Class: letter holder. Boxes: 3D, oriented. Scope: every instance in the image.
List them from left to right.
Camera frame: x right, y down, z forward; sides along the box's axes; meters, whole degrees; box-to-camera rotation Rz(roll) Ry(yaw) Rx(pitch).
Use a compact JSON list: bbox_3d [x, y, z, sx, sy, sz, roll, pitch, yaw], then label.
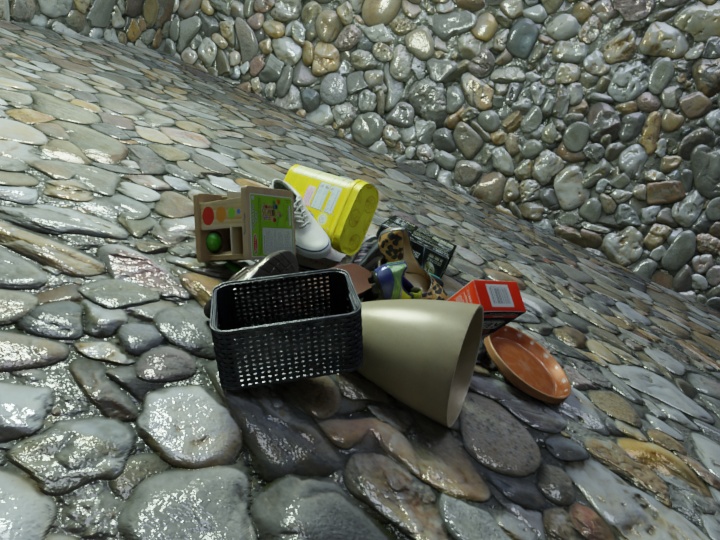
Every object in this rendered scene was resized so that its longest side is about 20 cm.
[{"bbox_3d":[-0.063,0.048,0.990,0.141,0.102,0.200,28,21,18],"label":"letter holder"}]

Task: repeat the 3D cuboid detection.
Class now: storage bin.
[{"bbox_3d":[-0.102,0.077,0.778,0.197,0.095,0.136,-8,28,-9],"label":"storage bin"}]

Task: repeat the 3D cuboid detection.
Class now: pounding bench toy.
[{"bbox_3d":[-0.218,-0.044,1.034,0.154,0.203,0.124,-2,1,34],"label":"pounding bench toy"}]

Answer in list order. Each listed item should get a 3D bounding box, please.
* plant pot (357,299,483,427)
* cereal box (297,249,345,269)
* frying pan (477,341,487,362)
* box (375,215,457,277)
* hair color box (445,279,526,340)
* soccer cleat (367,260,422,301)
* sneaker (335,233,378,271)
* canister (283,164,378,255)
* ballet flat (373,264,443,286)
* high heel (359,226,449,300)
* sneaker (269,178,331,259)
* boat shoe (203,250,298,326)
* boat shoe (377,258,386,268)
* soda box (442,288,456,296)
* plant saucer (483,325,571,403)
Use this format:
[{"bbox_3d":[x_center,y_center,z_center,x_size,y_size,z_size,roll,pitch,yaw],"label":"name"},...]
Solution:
[{"bbox_3d":[0.072,0.120,0.874,0.198,0.190,0.187,14,16,21],"label":"plant pot"},{"bbox_3d":[-0.096,-0.048,1.273,0.198,0.040,0.144,17,23,-18],"label":"cereal box"},{"bbox_3d":[0.179,0.138,1.134,0.188,0.031,0.115,18,19,-22],"label":"frying pan"},{"bbox_3d":[0.143,-0.057,1.489,0.198,0.087,0.164,27,21,9],"label":"box"},{"bbox_3d":[0.188,0.089,0.996,0.100,0.200,0.062,2,62,-27],"label":"hair color box"},{"bbox_3d":[0.079,0.071,0.979,0.083,0.202,0.065,-24,33,-1],"label":"soccer cleat"},{"bbox_3d":[0.000,0.000,1.173,0.087,0.074,0.200,37,44,2],"label":"sneaker"},{"bbox_3d":[-0.078,-0.132,1.163,0.198,0.150,0.086,22,-3,32],"label":"canister"},{"bbox_3d":[0.110,0.032,1.277,0.198,0.074,0.073,20,19,-27],"label":"ballet flat"},{"bbox_3d":[0.109,-0.003,1.036,0.198,0.143,0.072,26,53,-12],"label":"high heel"},{"bbox_3d":[-0.127,-0.102,1.079,0.073,0.071,0.200,-31,57,-21],"label":"sneaker"},{"bbox_3d":[-0.179,0.021,0.913,0.073,0.075,0.200,2,25,33],"label":"boat shoe"},{"bbox_3d":[0.067,0.037,1.131,0.201,0.071,0.065,-96,160,-48],"label":"boat shoe"},{"bbox_3d":[0.190,0.083,1.192,0.198,0.064,0.068,16,-14,-16],"label":"soda box"},{"bbox_3d":[0.332,0.189,1.125,0.199,0.032,0.201,26,28,-14],"label":"plant saucer"}]
